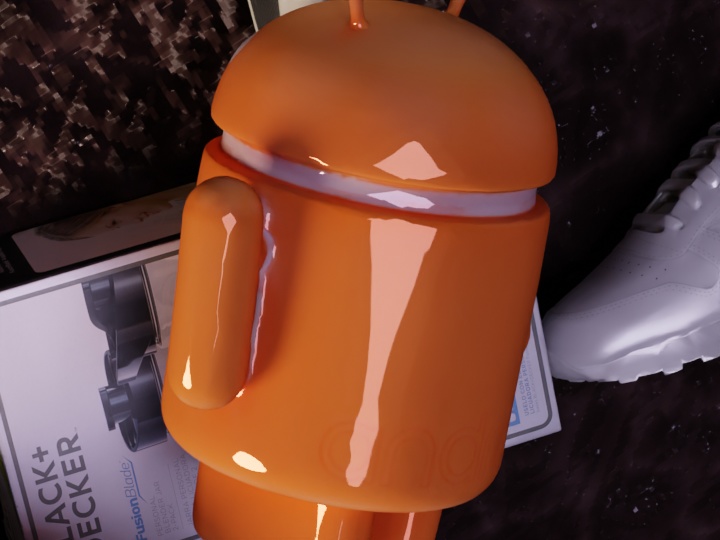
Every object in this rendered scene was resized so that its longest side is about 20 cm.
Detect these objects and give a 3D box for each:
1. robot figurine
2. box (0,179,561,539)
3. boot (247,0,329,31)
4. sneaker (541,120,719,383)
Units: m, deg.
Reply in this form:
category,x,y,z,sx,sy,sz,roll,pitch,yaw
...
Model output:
category,x,y,z,sx,sy,sz,roll,pitch,yaw
robot figurine,0.001,0.000,0.927,0.143,0.117,0.201,6,105,-16
box,-0.039,0.027,1.017,0.199,0.060,0.117,-15,111,-12
boot,0.027,-0.163,0.973,0.144,0.072,0.201,-5,105,-18
sneaker,0.144,-0.025,1.060,0.200,0.076,0.081,-29,107,-15
